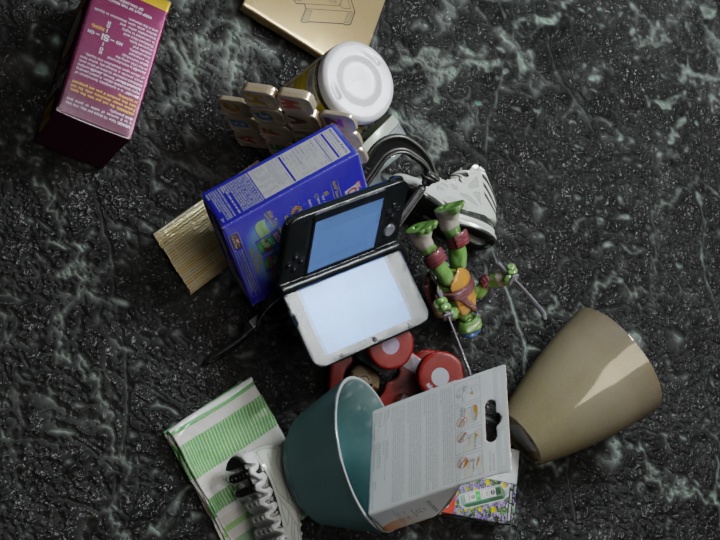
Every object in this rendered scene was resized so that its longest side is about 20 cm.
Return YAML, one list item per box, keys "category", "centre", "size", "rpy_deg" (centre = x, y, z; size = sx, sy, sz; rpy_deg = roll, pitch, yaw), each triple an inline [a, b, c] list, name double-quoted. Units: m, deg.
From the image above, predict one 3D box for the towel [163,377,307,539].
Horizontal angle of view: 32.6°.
- category: "towel"
  centre: [-0.152, 0.261, 1.614]
  size: [0.152, 0.023, 0.202]
  rpy_deg: [-32, 96, -32]

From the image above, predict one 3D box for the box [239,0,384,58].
- category: "box"
  centre: [-0.065, -0.398, 1.803]
  size: [0.198, 0.021, 0.165]
  rpy_deg: [29, 66, -21]

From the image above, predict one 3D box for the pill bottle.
- category: "pill bottle"
  centre: [-0.048, -0.227, 1.679]
  size: [0.110, 0.199, 0.113]
  rpy_deg: [7, 76, -28]

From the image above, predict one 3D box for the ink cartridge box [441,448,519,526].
- category: "ink cartridge box"
  centre: [0.131, 0.295, 1.754]
  size: [0.198, 0.050, 0.111]
  rpy_deg: [15, 72, -27]

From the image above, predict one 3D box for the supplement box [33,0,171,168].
- category: "supplement box"
  centre: [-0.328, -0.253, 1.565]
  size: [0.102, 0.131, 0.203]
  rpy_deg: [20, 69, -23]

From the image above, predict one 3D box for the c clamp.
- category: "c clamp"
  centre: [0.043, -0.091, 1.742]
  size: [0.169, 0.027, 0.201]
  rpy_deg: [23, 107, -27]

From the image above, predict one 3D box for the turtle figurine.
- category: "turtle figurine"
  centre: [0.156, 0.009, 1.727]
  size: [0.142, 0.200, 0.196]
  rpy_deg: [-25, 105, -2]

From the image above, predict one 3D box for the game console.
- category: "game console"
  centre: [0.000, 0.000, 1.584]
  size: [0.198, 0.172, 0.118]
  rpy_deg: [-22, 51, -33]

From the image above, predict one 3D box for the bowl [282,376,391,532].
- category: "bowl"
  centre: [-0.029, 0.248, 1.592]
  size: [0.201, 0.104, 0.203]
  rpy_deg: [49, 31, -44]

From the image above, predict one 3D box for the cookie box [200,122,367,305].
- category: "cookie box"
  centre: [-0.088, -0.072, 1.604]
  size: [0.198, 0.172, 0.075]
  rpy_deg: [-29, 54, -11]

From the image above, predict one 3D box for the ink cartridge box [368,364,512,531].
- category: "ink cartridge box"
  centre: [0.103, 0.219, 1.523]
  size: [0.050, 0.198, 0.164]
  rpy_deg: [50, 30, -38]

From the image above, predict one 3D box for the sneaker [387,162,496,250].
- category: "sneaker"
  centre: [0.123, -0.119, 1.841]
  size: [0.199, 0.075, 0.117]
  rpy_deg: [27, 55, -27]

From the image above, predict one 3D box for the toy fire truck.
- category: "toy fire truck"
  centre: [0.040, 0.166, 1.697]
  size: [0.199, 0.112, 0.169]
  rpy_deg: [31, 84, -6]

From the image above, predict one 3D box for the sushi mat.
- category: "sushi mat"
  centre: [-0.183, -0.061, 1.673]
  size: [0.199, 0.012, 0.096]
  rpy_deg: [-39, 99, -30]

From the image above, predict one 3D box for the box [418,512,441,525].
- category: "box"
  centre: [0.116, 0.251, 1.624]
  size: [0.021, 0.200, 0.165]
  rpy_deg: [23, 75, 3]

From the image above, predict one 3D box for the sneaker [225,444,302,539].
- category: "sneaker"
  centre: [-0.101, 0.320, 1.583]
  size: [0.080, 0.075, 0.203]
  rpy_deg: [-19, 90, -42]

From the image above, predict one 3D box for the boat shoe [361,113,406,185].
- category: "boat shoe"
  centre: [0.005, -0.140, 1.766]
  size: [0.072, 0.070, 0.201]
  rpy_deg: [49, 62, -15]

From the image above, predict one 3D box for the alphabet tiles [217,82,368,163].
- category: "alphabet tiles"
  centre: [-0.090, -0.184, 1.639]
  size: [0.193, 0.200, 0.015]
  rpy_deg: [11, 67, 16]

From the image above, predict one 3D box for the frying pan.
- category: "frying pan"
  centre: [-0.120, 0.069, 1.659]
  size: [0.031, 0.189, 0.115]
  rpy_deg: [57, 11, 23]

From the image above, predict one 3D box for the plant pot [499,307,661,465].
- category: "plant pot"
  centre: [0.308, 0.189, 1.822]
  size: [0.199, 0.187, 0.189]
  rpy_deg: [-35, 97, -17]
